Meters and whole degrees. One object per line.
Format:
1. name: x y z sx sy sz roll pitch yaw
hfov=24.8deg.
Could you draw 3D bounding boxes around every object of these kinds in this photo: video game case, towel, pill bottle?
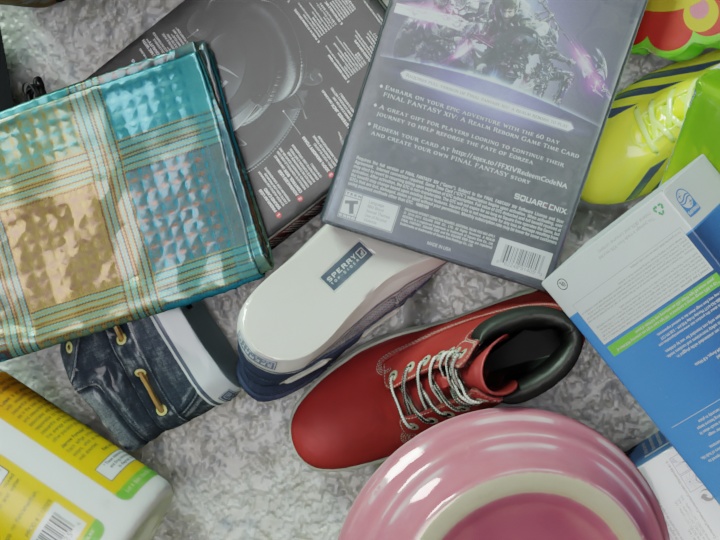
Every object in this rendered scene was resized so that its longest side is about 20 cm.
1. video game case: 0.074 -0.102 0.950 0.142 0.019 0.201 17 99 -6
2. towel: -0.163 -0.037 0.976 0.199 0.022 0.147 -18 89 8
3. pill bottle: -0.228 0.127 1.024 0.200 0.111 0.111 33 96 6

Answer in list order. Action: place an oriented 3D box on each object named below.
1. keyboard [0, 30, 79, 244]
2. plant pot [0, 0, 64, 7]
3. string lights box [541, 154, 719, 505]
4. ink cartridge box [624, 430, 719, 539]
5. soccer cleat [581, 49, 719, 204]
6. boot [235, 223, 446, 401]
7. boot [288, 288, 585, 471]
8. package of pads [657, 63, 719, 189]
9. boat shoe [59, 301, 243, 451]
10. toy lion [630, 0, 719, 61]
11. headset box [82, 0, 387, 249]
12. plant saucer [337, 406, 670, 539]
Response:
1. keyboard: -0.228 -0.068 1.031 0.127 0.021 0.201 -9 91 43
2. plant pot: -0.187 -0.265 0.964 0.199 0.200 0.180 -25 95 8
3. string lights box: 0.203 0.050 0.888 0.200 0.059 0.103 52 133 2
4. ink cartridge box: 0.171 0.186 0.988 0.200 0.076 0.137 -33 87 6
5. soccer cleat: 0.211 -0.101 0.966 0.200 0.084 0.065 -27 90 8
6. boot: 0.000 0.000 1.013 0.200 0.090 0.073 -36 78 -20
7. boot: 0.038 0.069 0.968 0.199 0.144 0.073 -26 90 10
8. package of pads: 0.256 -0.008 0.904 0.200 0.068 0.155 31 129 20
9. boat shoe: -0.162 0.013 1.031 0.091 0.071 0.201 -32 87 11
10. toy lion: 0.176 -0.233 0.966 0.200 0.069 0.192 45 112 22
11. headset box: -0.063 -0.101 1.009 0.200 0.077 0.149 -38 87 9
12. plant saucer: 0.084 0.178 0.904 0.200 0.051 0.201 -2 98 -13
